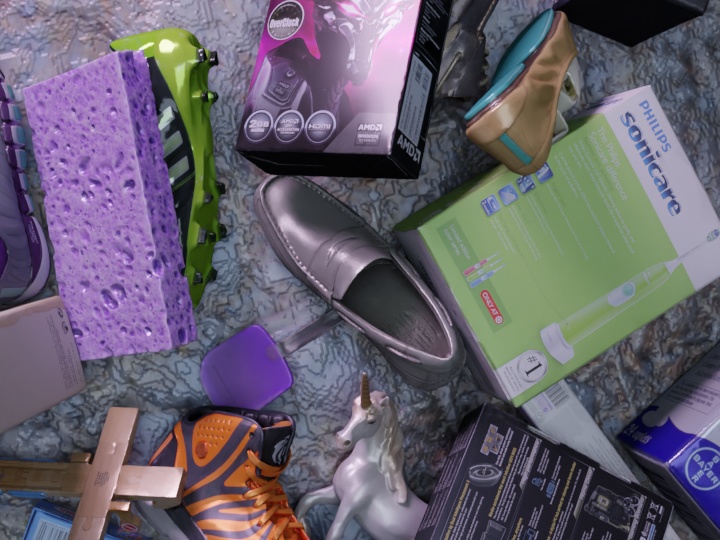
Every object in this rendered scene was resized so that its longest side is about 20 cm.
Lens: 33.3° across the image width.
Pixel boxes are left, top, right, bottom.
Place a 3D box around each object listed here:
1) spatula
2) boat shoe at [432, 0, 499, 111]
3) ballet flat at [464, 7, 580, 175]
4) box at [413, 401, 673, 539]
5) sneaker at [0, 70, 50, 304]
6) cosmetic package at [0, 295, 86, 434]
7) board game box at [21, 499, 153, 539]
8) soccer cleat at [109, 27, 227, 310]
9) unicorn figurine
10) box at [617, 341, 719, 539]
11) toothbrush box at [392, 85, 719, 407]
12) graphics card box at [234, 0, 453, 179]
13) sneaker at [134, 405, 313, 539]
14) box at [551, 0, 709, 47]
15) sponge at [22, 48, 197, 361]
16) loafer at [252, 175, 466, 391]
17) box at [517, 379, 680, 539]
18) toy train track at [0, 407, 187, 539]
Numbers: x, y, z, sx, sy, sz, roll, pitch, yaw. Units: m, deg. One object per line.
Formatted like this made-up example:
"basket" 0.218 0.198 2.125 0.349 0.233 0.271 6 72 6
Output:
"spatula" -0.028 0.039 0.888 0.199 0.021 0.057 -32 88 -9
"boat shoe" 0.056 -0.153 0.878 0.073 0.075 0.200 41 95 -16
"ballet flat" 0.120 -0.121 0.834 0.063 0.200 0.069 45 126 -8
"box" 0.111 0.216 0.823 0.159 0.044 0.201 28 65 -6
"sneaker" -0.272 -0.071 0.818 0.074 0.088 0.202 -19 94 15
"cosmetic package" -0.264 0.073 0.764 0.103 0.200 0.074 -15 93 9
"board game box" -0.199 0.287 0.867 0.150 0.037 0.202 21 88 -6
"soccer cleat" -0.141 -0.071 0.859 0.080 0.067 0.202 -1 90 11
"unicorn figurine" 0.012 0.177 0.880 0.138 0.074 0.200 -48 112 -4
"box" 0.333 0.135 0.893 0.200 0.105 0.184 -42 96 -5
"toothbrush box" 0.147 -0.019 0.869 0.199 0.086 0.146 -32 98 -7
"graphics card box" -0.004 -0.164 0.825 0.124 0.051 0.202 6 77 28
"sneaker" -0.064 0.164 0.822 0.199 0.077 0.113 34 100 21
"box" 0.217 -0.275 0.852 0.078 0.141 0.202 19 89 -4
"sponge" -0.175 -0.041 0.833 0.030 0.111 0.202 -14 95 -51
"loafer" 0.000 0.000 0.852 0.200 0.070 0.070 43 76 11
"box" 0.182 0.158 0.908 0.041 0.039 0.201 -38 95 -3
"toy train track" -0.214 0.152 0.842 0.198 0.033 0.115 1 51 14
